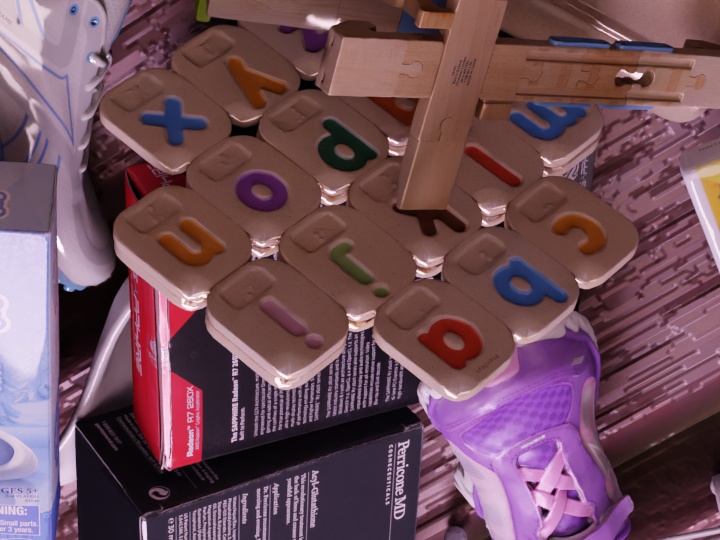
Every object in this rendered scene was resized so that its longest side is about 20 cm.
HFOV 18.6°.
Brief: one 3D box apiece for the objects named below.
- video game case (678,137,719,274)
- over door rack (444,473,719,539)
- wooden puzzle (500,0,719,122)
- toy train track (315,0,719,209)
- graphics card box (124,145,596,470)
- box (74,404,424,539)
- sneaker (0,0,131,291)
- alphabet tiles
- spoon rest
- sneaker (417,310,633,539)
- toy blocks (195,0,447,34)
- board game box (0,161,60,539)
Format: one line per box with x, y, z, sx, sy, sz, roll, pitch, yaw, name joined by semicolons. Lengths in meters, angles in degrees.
0.252;0.004;0.939;0.181;0.023;0.201;-20;119;11;video game case
0.130;0.205;1.081;0.147;0.067;0.201;-13;100;6;over door rack
0.109;-0.173;0.880;0.184;0.037;0.200;26;122;-16;wooden puzzle
0.065;-0.082;0.852;0.199;0.033;0.115;-1;119;-34;toy train track
0.000;0.000;0.927;0.199;0.051;0.126;-13;126;-20;graphics card box
-0.052;0.149;1.011;0.140;0.079;0.201;-14;127;-25;box
-0.128;-0.082;0.907;0.086;0.075;0.201;-18;121;3;sneaker
0.002;-0.035;0.861;0.195;0.200;0.015;37;142;21;alphabet tiles
-0.104;0.043;0.981;0.199;0.061;0.099;-31;151;20;spoon rest
0.081;0.087;0.955;0.080;0.089;0.200;-22;153;0;sneaker
0.021;-0.159;0.821;0.136;0.100;0.201;6;136;-12;toy blocks
-0.222;0.037;0.890;0.199;0.044;0.200;3;134;-4;board game box
